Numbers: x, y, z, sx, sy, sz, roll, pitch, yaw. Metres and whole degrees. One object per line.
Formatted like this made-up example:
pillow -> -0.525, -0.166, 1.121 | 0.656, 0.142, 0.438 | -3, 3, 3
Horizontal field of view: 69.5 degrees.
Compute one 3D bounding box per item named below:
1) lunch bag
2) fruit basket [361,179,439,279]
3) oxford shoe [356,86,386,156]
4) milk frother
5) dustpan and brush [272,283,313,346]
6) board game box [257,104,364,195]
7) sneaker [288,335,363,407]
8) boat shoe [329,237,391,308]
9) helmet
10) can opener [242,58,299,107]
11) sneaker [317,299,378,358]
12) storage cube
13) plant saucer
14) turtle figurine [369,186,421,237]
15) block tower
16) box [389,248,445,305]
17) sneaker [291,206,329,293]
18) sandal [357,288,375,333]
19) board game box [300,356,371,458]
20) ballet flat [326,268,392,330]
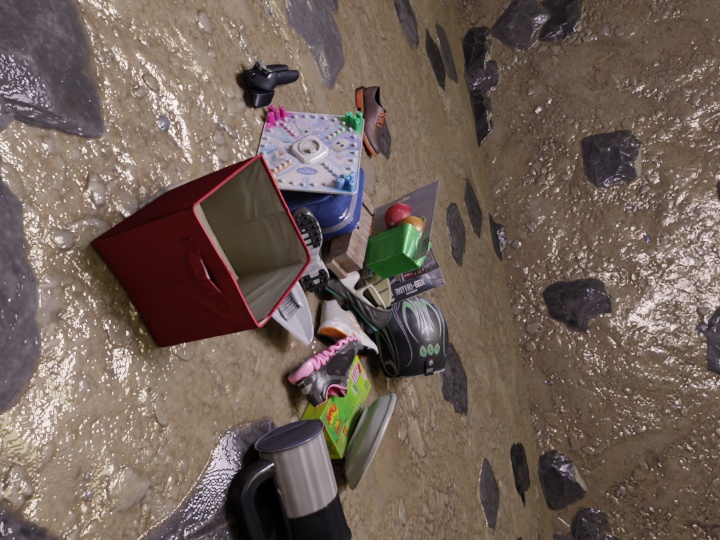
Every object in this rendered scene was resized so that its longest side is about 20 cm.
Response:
lunch bag -> -0.071, -0.169, 1.073 | 0.132, 0.134, 0.202 | 50, 39, -48
fruit basket -> 0.089, -0.084, 1.112 | 0.094, 0.184, 0.202 | 42, 47, -29
oxford shoe -> 0.039, -0.428, 1.479 | 0.071, 0.072, 0.203 | -1, 80, -64
milk frother -> -0.071, 0.348, 0.782 | 0.180, 0.198, 0.191 | -20, 97, -60
dustpan and brush -> -0.135, 0.022, 0.944 | 0.140, 0.057, 0.201 | 50, 8, -46
board game box -> -0.097, -0.237, 0.995 | 0.026, 0.197, 0.202 | 93, 2, -58
sneaker -> -0.049, 0.195, 0.992 | 0.096, 0.079, 0.199 | 53, 36, 9
boat shoe -> 0.000, 0.000, 1.170 | 0.074, 0.068, 0.202 | -29, 91, -45
helmet -> 0.119, 0.153, 1.251 | 0.199, 0.197, 0.194 | 2, 79, -63
can opener -> -0.182, -0.393, 1.055 | 0.063, 0.079, 0.201 | 31, 34, -3
sneaker -> -0.020, 0.126, 1.125 | 0.200, 0.075, 0.093 | 45, 36, -50
storage cube -> -0.201, -0.025, 0.702 | 0.173, 0.178, 0.201 | 65, 28, -23
plant saucer -> 0.008, 0.329, 1.036 | 0.202, 0.050, 0.200 | -63, 177, -7
turtle figurine -> 0.027, -0.109, 1.247 | 0.142, 0.200, 0.196 | 24, 54, -16
block tower -> -0.018, -0.079, 1.090 | 0.054, 0.057, 0.202 | 46, 41, -35
box -> 0.111, -0.006, 1.277 | 0.201, 0.156, 0.050 | -100, 167, -62
sneaker -> -0.109, -0.051, 0.990 | 0.202, 0.066, 0.091 | 81, -15, -47
sandal -> 0.025, 0.066, 1.231 | 0.076, 0.042, 0.202 | 56, 17, -40
board game box -> -0.044, 0.262, 1.041 | 0.103, 0.047, 0.201 | 66, 28, -22
ballet flat -> -0.012, 0.043, 1.100 | 0.199, 0.069, 0.068 | 40, 8, -16
